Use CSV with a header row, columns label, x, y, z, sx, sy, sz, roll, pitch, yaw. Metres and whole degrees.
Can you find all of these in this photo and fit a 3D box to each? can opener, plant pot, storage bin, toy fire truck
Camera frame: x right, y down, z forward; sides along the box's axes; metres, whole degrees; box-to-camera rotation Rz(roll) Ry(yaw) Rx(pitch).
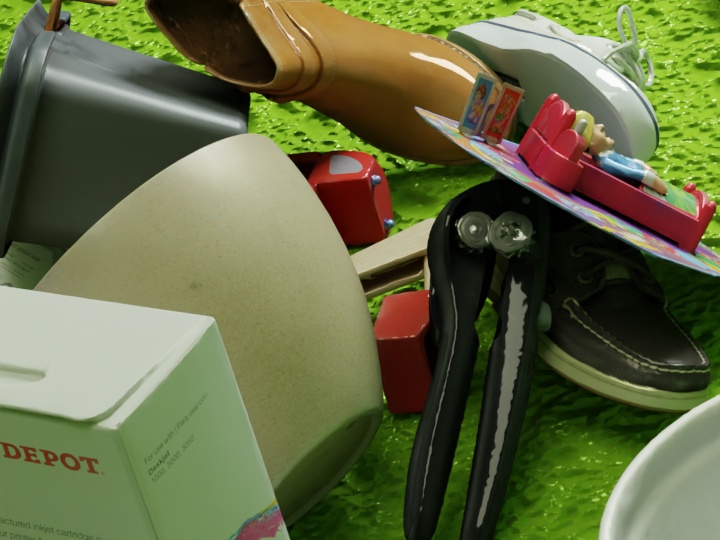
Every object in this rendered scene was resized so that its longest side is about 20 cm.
label,x,y,z,sx,sy,sz,roll,pitch,yaw
can opener,0.058,0.045,1.331,0.063,0.079,0.200,3,61,5
plant pot,-0.067,0.053,1.334,0.134,0.200,0.200,44,60,15
storage bin,-0.131,-0.076,1.534,0.134,0.146,0.200,12,11,-5
toy fire truck,0.000,0.000,1.484,0.141,0.049,0.200,-4,33,20

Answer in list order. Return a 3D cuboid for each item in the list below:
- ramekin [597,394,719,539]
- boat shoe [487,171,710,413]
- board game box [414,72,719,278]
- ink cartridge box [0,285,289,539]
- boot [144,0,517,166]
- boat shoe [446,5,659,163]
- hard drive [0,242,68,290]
label,x,y,z,sx,sy,sz,roll,pitch,yaw
ramekin,0.203,0.134,1.124,0.200,0.105,0.200,-12,33,8
boat shoe,0.109,0.004,1.383,0.073,0.065,0.200,1,26,-35
board game box,0.125,-0.050,1.382,0.158,0.200,0.039,34,101,33
ink cartridge box,-0.112,0.112,1.221,0.144,0.200,0.085,7,40,34
boot,-0.019,-0.110,1.544,0.200,0.074,0.155,23,9,14
boat shoe,0.131,-0.111,1.579,0.086,0.075,0.202,-24,23,-18
hard drive,-0.238,0.039,1.552,0.200,0.038,0.140,-34,35,-23
